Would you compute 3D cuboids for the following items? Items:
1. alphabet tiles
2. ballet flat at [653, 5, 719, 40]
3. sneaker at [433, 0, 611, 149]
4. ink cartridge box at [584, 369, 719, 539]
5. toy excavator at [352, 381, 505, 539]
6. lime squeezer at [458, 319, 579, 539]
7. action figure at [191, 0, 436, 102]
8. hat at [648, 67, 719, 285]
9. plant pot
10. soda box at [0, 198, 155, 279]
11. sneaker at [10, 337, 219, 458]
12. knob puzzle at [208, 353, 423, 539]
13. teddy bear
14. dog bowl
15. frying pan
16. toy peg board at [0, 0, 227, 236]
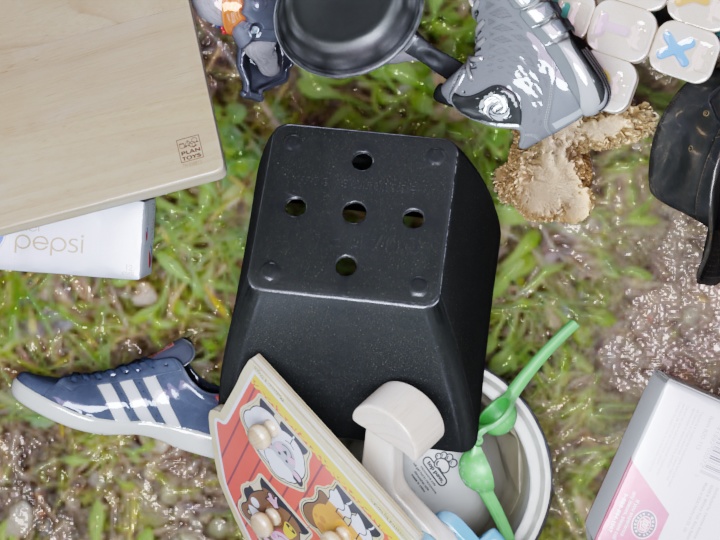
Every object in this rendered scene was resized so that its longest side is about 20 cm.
[{"bbox_3d":[0.186,-0.224,1.378,0.195,0.015,0.201,22,98,15],"label":"alphabet tiles"},{"bbox_3d":[0.241,-0.213,1.436,0.199,0.072,0.072,10,95,29],"label":"ballet flat"},{"bbox_3d":[0.088,-0.178,1.364,0.115,0.075,0.201,-33,84,17],"label":"sneaker"},{"bbox_3d":[0.297,0.186,1.458,0.199,0.083,0.147,24,94,0],"label":"ink cartridge box"},{"bbox_3d":[0.042,0.198,1.346,0.200,0.195,0.100,46,51,5],"label":"toy excavator"},{"bbox_3d":[0.114,0.131,1.409,0.070,0.038,0.201,12,93,0],"label":"lime squeezer"},{"bbox_3d":[-0.042,-0.233,1.430,0.192,0.105,0.201,-5,97,-8],"label":"action figure"},{"bbox_3d":[0.268,-0.093,1.410,0.081,0.200,0.202,20,94,22],"label":"hat"},{"bbox_3d":[0.000,0.000,1.361,0.199,0.178,0.200,7,64,5],"label":"plant pot"},{"bbox_3d":[-0.265,-0.033,1.463,0.199,0.068,0.064,4,95,1],"label":"soda box"},{"bbox_3d":[-0.174,0.089,1.470,0.199,0.075,0.085,12,96,-9],"label":"sneaker"},{"bbox_3d":[-0.051,0.179,1.349,0.030,0.219,0.220,-33,93,-34],"label":"knob puzzle"},{"bbox_3d":[0.159,-0.138,1.440,0.144,0.067,0.201,-9,98,22],"label":"teddy bear"},{"bbox_3d":[0.050,0.161,1.467,0.199,0.074,0.201,0,93,2],"label":"dog bowl"},{"bbox_3d":[0.025,-0.193,1.386,0.189,0.031,0.115,3,126,-21],"label":"frying pan"},{"bbox_3d":[-0.211,-0.129,1.418,0.199,0.098,0.200,-14,74,2],"label":"toy peg board"}]
